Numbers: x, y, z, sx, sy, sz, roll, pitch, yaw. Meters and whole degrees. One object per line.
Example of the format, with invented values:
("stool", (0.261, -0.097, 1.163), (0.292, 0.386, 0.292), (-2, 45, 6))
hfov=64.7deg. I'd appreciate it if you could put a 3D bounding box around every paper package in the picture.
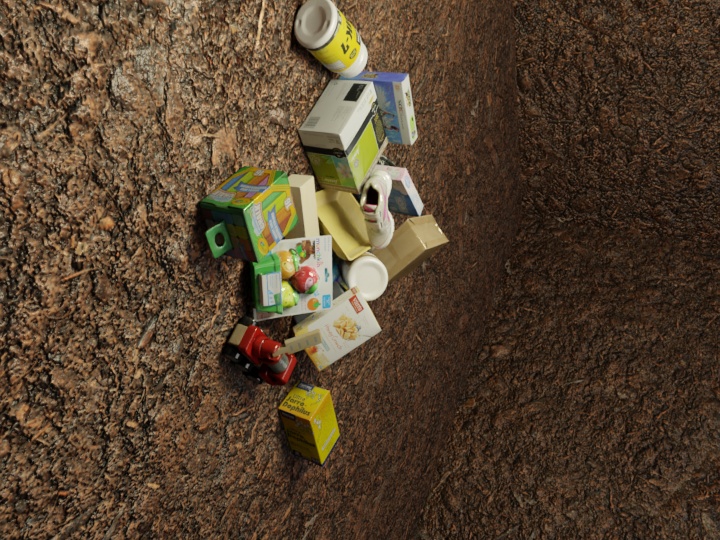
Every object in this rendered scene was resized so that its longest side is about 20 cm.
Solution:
("paper package", (0.138, -0.062, 1.701), (0.199, 0.105, 0.189), (-41, 169, 30))

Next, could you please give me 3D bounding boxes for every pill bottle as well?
("pill bottle", (-0.064, -0.546, 1.354), (0.199, 0.111, 0.119), (13, 89, -64))
("pill bottle", (0.000, 0.000, 1.557), (0.200, 0.110, 0.119), (-130, -136, -71))

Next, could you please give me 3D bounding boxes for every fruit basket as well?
("fruit basket", (-0.156, 0.021, 1.314), (0.094, 0.193, 0.192), (-126, -146, -65))

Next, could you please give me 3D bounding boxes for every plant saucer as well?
("plant saucer", (-0.051, -0.124, 1.524), (0.202, 0.048, 0.199), (54, 35, 3))

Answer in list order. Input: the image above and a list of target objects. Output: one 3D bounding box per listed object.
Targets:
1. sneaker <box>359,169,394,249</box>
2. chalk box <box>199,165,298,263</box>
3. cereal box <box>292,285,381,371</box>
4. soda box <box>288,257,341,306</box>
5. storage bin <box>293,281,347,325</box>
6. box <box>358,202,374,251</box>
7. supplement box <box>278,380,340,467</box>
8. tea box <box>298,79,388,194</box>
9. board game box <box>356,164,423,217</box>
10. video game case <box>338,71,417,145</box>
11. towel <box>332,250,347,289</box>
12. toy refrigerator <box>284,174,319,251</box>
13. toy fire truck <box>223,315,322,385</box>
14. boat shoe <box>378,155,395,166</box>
("sneaker", (0.035, -0.152, 1.480), (0.088, 0.079, 0.207), (-30, 119, -56))
("chalk box", (-0.236, -0.106, 1.162), (0.201, 0.120, 0.128), (-53, 144, -41))
("cereal box", (-0.058, 0.150, 1.452), (0.197, 0.040, 0.146), (-33, 124, -2))
("soda box", (-0.132, 0.034, 1.471), (0.066, 0.067, 0.200), (61, 38, -11))
("storage bin", (-0.083, 0.126, 1.528), (0.198, 0.147, 0.135), (-37, 135, 1))
("box", (0.011, -0.094, 1.732), (0.082, 0.066, 0.206), (-42, 135, -50))
("supplement box", (-0.139, 0.427, 1.587), (0.110, 0.106, 0.205), (-51, 142, -43))
("tea box", (-0.038, -0.344, 1.463), (0.203, 0.130, 0.199), (-62, 148, -30))
("board game box", (0.066, -0.235, 1.645), (0.045, 0.193, 0.200), (-68, 151, -17))
("video game case", (0.048, -0.437, 1.527), (0.046, 0.195, 0.185), (-53, 144, -35))
("towel", (-0.066, 0.030, 1.676), (0.142, 0.022, 0.208), (-14, 112, -61))
("toy refrigerator", (-0.150, -0.124, 1.397), (0.076, 0.068, 0.206), (-52, 144, -54))
("toy fire truck", (-0.183, 0.189, 1.301), (0.131, 0.194, 0.178), (-63, 150, -25))
("boat shoe", (0.059, -0.321, 1.751), (0.198, 0.059, 0.079), (-8, 108, -63))
